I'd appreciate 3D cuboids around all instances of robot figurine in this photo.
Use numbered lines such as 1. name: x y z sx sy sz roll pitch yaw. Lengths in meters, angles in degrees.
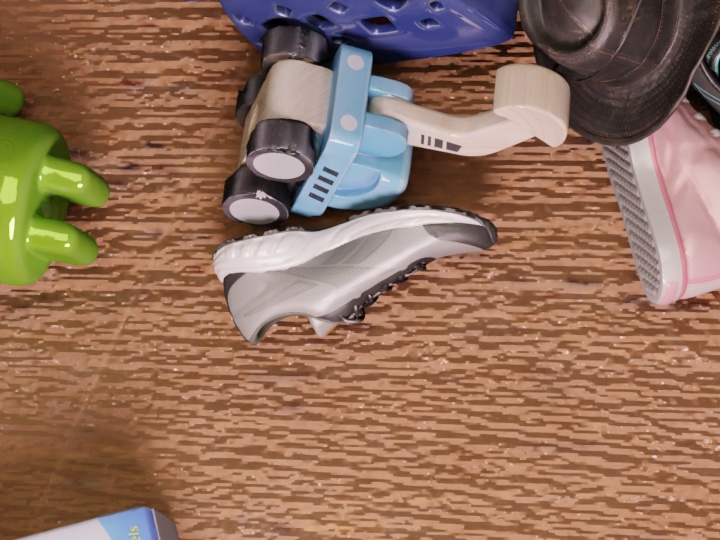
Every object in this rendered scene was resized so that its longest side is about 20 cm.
1. robot figurine: -0.280 -0.055 1.634 0.199 0.116 0.177 10 86 9

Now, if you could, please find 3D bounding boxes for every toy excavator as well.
1. toy excavator: 0.023 -0.097 1.589 0.199 0.195 0.100 12 61 -13

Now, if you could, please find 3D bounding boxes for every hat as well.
1. hat: 0.150 -0.186 1.557 0.081 0.200 0.202 6 72 -34

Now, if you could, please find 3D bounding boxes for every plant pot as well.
1. plant pot: -0.015 -0.259 1.585 0.199 0.179 0.201 -6 75 35

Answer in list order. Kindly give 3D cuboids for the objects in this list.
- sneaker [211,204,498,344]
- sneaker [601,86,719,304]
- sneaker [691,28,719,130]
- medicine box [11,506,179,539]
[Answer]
1. sneaker: 0.000 0.000 1.616 0.199 0.074 0.080 -13 84 10
2. sneaker: 0.227 -0.077 1.605 0.104 0.075 0.201 -9 69 -9
3. sneaker: 0.237 -0.168 1.620 0.075 0.079 0.200 -42 74 -5
4. medicine box: -0.205 0.273 1.551 0.199 0.103 0.183 -15 75 2
